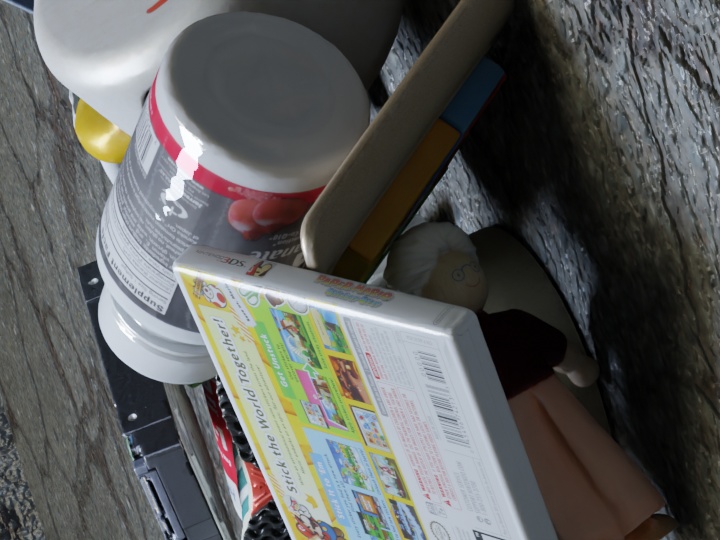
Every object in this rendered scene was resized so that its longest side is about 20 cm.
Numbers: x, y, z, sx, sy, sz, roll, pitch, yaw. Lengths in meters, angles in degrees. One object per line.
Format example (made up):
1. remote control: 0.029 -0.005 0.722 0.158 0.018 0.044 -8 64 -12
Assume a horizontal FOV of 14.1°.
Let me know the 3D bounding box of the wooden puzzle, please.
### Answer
1. wooden puzzle: 0.016 -0.037 1.495 0.037 0.185 0.200 33 157 6

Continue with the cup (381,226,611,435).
1. cup: 0.036 0.091 1.587 0.200 0.143 0.201 163 90 -74

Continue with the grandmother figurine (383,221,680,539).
1. grandmother figurine: 0.081 0.061 1.461 0.061 0.121 0.200 -39 83 33

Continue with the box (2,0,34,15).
1. box: -0.203 -0.287 1.877 0.200 0.107 0.148 -56 37 14

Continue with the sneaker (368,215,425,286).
1. sneaker: 0.000 0.000 1.747 0.200 0.077 0.082 109 147 -64

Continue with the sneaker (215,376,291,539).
1. sneaker: -0.039 0.120 1.703 0.093 0.070 0.200 -66 -31 -71

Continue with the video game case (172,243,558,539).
1. video game case: 0.009 0.083 1.424 0.182 0.023 0.200 13 138 40

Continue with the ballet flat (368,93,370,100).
1. ballet flat: -0.035 -0.178 1.712 0.057 0.066 0.200 1 114 55

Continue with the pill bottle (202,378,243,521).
1. pill bottle: -0.039 0.106 1.911 0.112 0.112 0.200 -131 24 -55

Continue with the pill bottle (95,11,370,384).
1. pill bottle: -0.075 -0.031 1.509 0.111 0.111 0.200 64 147 29

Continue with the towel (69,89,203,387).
1. towel: -0.142 -0.042 1.805 0.149 0.031 0.200 -103 -4 -59

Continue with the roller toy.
1. roller toy: -0.075 -0.146 1.596 0.182 0.200 0.140 15 163 49

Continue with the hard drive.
1. hard drive: -0.121 0.098 1.779 0.200 0.038 0.140 -111 1 -53
